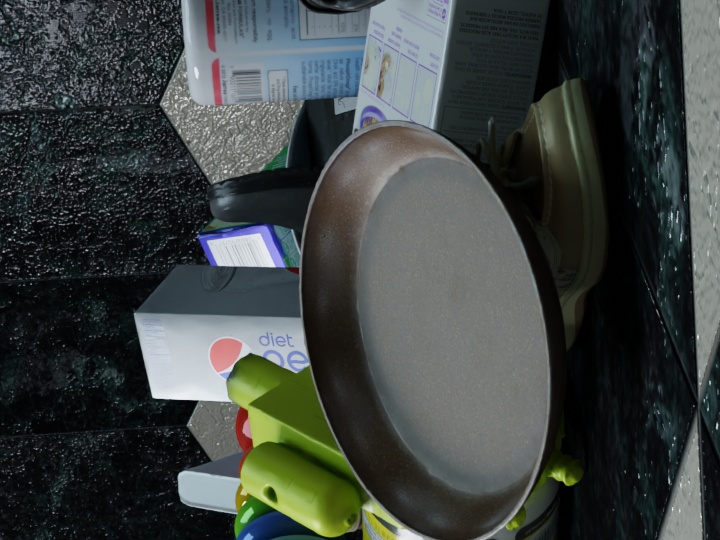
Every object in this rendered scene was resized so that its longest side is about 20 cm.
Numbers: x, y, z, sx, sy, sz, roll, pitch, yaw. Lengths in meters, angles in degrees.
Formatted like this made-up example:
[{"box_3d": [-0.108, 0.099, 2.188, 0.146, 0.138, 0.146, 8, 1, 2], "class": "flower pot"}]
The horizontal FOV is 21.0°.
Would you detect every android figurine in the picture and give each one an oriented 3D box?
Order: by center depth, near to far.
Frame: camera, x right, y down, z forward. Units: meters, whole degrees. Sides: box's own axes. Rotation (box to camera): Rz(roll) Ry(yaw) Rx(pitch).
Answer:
[{"box_3d": [0.026, 0.080, 1.040, 0.199, 0.182, 0.041, 23, 132, 37], "class": "android figurine"}]

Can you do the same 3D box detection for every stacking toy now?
[{"box_3d": [-0.046, 0.148, 1.169, 0.086, 0.085, 0.201, 89, 174, -46], "class": "stacking toy"}]

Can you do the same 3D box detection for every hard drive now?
[{"box_3d": [-0.014, 0.138, 1.369, 0.200, 0.131, 0.026, -13, -76, -53], "class": "hard drive"}]

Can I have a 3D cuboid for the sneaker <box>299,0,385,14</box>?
[{"box_3d": [0.032, -0.217, 1.028, 0.200, 0.073, 0.112, -54, 23, 25], "class": "sneaker"}]

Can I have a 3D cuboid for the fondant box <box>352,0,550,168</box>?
[{"box_3d": [0.042, -0.077, 1.082, 0.144, 0.058, 0.201, -134, 52, -68], "class": "fondant box"}]

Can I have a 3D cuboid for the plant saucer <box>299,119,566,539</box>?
[{"box_3d": [0.036, 0.027, 0.914, 0.200, 0.032, 0.202, 25, 120, 53], "class": "plant saucer"}]

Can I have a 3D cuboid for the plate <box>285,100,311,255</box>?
[{"box_3d": [0.008, -0.052, 1.424, 0.025, 0.199, 0.202, -9, 83, 43], "class": "plate"}]

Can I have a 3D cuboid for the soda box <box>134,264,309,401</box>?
[{"box_3d": [-0.035, 0.040, 1.198, 0.068, 0.199, 0.064, -52, -43, -54], "class": "soda box"}]

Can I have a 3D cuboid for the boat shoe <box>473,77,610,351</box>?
[{"box_3d": [0.080, -0.017, 0.928, 0.200, 0.062, 0.074, 92, 175, -57], "class": "boat shoe"}]

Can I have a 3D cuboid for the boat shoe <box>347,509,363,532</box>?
[{"box_3d": [0.009, 0.094, 1.270, 0.200, 0.071, 0.073, -96, 12, -59], "class": "boat shoe"}]

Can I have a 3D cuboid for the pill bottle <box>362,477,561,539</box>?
[{"box_3d": [0.057, 0.175, 1.125, 0.113, 0.112, 0.201, -97, 5, -53], "class": "pill bottle"}]

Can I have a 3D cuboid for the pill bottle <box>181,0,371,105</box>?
[{"box_3d": [-0.009, -0.161, 1.197, 0.109, 0.199, 0.110, 177, 90, -87], "class": "pill bottle"}]

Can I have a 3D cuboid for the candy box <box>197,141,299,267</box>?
[{"box_3d": [-0.016, -0.012, 1.477, 0.200, 0.077, 0.170, -51, -55, -46], "class": "candy box"}]

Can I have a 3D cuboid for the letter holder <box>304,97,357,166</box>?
[{"box_3d": [0.047, -0.102, 1.360, 0.100, 0.141, 0.201, -11, 82, 55], "class": "letter holder"}]

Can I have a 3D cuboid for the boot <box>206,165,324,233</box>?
[{"box_3d": [0.000, 0.000, 1.240, 0.070, 0.199, 0.133, -79, -11, -84], "class": "boot"}]
